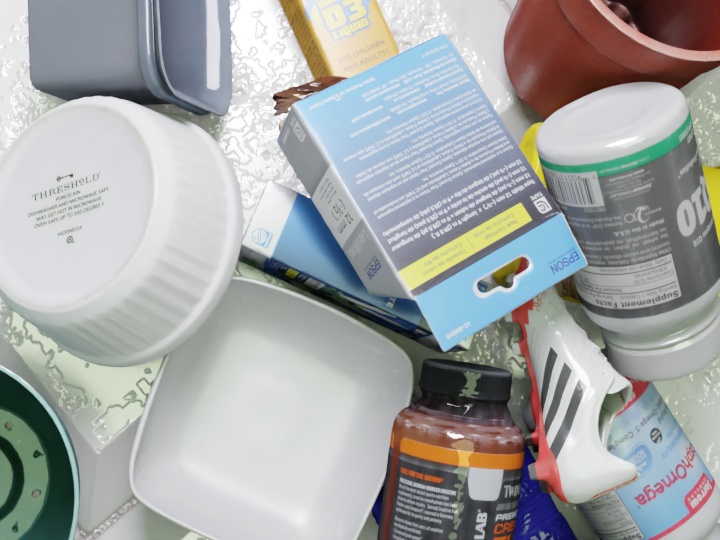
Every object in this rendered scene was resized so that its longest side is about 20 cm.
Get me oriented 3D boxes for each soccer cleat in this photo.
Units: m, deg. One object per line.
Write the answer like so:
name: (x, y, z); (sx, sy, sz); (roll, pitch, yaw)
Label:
soccer cleat: (0.162, 0.075, 0.836); (0.084, 0.069, 0.203); (-13, 63, 17)

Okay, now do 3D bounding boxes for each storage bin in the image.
storage bin: (-0.185, -0.222, 0.875); (0.132, 0.145, 0.204); (-3, 86, 18)

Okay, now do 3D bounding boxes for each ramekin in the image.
ramekin: (-0.194, -0.035, 0.824); (0.199, 0.094, 0.206); (-6, 74, 22)

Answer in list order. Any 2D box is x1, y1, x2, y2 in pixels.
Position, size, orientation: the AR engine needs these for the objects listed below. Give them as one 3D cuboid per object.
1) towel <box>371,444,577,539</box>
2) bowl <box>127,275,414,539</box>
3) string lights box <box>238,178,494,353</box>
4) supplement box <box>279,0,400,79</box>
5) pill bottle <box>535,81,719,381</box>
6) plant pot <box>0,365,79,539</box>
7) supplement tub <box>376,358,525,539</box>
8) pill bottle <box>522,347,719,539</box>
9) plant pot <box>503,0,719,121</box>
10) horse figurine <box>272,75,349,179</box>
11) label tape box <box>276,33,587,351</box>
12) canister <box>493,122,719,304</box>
towel: (0.113, 0.242, 0.917); (0.146, 0.050, 0.202); (-29, 90, -9)
bowl: (-0.072, 0.121, 0.885); (0.197, 0.075, 0.203); (24, 83, -6)
string lights box: (0.000, 0.000, 0.891); (0.197, 0.103, 0.060); (25, 81, -6)
supplement box: (-0.011, -0.191, 0.924); (0.066, 0.069, 0.203); (-25, 88, -10)
pill bottle: (0.209, -0.027, 0.819); (0.112, 0.113, 0.203); (-26, 115, -10)
plant pot: (-0.298, 0.160, 0.802); (0.196, 0.161, 0.205); (1, 86, -8)
supplement tub: (0.069, 0.173, 0.833); (0.105, 0.107, 0.204); (7, 91, -8)
pill bottle: (0.230, 0.172, 0.910); (0.108, 0.109, 0.202); (-34, 91, -10)
plant pot: (0.214, -0.215, 0.883); (0.197, 0.195, 0.205); (4, 72, -11)
horse figurine: (0.017, -0.086, 0.853); (0.132, 0.050, 0.201); (-32, 77, -29)
label tape box: (0.051, -0.052, 0.788); (0.142, 0.066, 0.202); (-28, 82, -25)
canister: (0.224, -0.034, 0.935); (0.196, 0.087, 0.151); (13, 91, -6)
